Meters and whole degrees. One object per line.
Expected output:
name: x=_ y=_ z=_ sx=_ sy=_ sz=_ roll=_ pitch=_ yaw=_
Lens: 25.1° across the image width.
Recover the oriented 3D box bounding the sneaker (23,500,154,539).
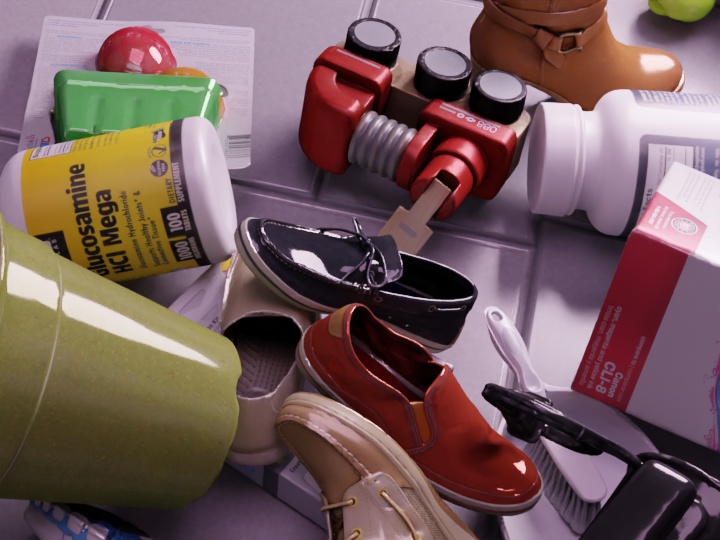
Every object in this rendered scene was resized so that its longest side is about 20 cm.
sneaker: x=-0.159 y=0.218 z=1.067 sx=0.200 sy=0.075 sz=0.087 roll=27 pitch=92 yaw=31

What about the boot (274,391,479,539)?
boot: x=-0.015 y=0.195 z=1.067 sx=0.200 sy=0.073 sz=0.155 roll=49 pitch=61 yaw=-9

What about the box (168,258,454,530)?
box: x=-0.056 y=0.079 z=1.198 sx=0.200 sy=0.041 sz=0.156 roll=32 pitch=55 yaw=16

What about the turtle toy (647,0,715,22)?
turtle toy: x=0.355 y=-0.286 z=1.481 sx=0.200 sy=0.101 sz=0.146 roll=-16 pitch=56 yaw=-17

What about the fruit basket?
fruit basket: x=-0.182 y=-0.145 z=1.341 sx=0.185 sy=0.094 sz=0.200 roll=2 pitch=37 yaw=-5

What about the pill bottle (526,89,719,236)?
pill bottle: x=0.240 y=-0.085 z=1.306 sx=0.200 sy=0.120 sz=0.120 roll=4 pitch=53 yaw=-3

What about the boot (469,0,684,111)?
boot: x=0.192 y=-0.205 z=1.367 sx=0.200 sy=0.155 sz=0.077 roll=3 pitch=52 yaw=-4

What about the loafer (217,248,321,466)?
loafer: x=-0.065 y=0.042 z=1.157 sx=0.076 sy=0.068 sz=0.200 roll=4 pitch=52 yaw=-3

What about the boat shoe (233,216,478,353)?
boat shoe: x=0.000 y=0.000 z=1.162 sx=0.200 sy=0.062 sz=0.075 roll=23 pitch=34 yaw=-27

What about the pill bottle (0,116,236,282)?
pill bottle: x=-0.201 y=-0.044 z=1.218 sx=0.200 sy=0.113 sz=0.113 roll=-11 pitch=54 yaw=4

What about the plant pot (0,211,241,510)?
plant pot: x=-0.187 y=0.079 z=1.056 sx=0.190 sy=0.200 sz=0.200 roll=19 pitch=47 yaw=-27

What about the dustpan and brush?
dustpan and brush: x=0.137 y=0.116 z=1.178 sx=0.139 sy=0.057 sz=0.200 roll=-18 pitch=57 yaw=-19

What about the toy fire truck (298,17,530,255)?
toy fire truck: x=0.019 y=-0.082 z=1.293 sx=0.176 sy=0.129 sz=0.200 roll=25 pitch=44 yaw=12

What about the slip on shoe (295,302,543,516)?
slip on shoe: x=0.047 y=0.096 z=1.106 sx=0.200 sy=0.061 sz=0.074 roll=40 pitch=40 yaw=-3

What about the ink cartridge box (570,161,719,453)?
ink cartridge box: x=0.282 y=0.040 z=1.175 sx=0.200 sy=0.145 sz=0.145 roll=23 pitch=29 yaw=12

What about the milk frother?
milk frother: x=0.127 y=0.190 z=1.028 sx=0.200 sy=0.181 sz=0.188 roll=19 pitch=58 yaw=45
